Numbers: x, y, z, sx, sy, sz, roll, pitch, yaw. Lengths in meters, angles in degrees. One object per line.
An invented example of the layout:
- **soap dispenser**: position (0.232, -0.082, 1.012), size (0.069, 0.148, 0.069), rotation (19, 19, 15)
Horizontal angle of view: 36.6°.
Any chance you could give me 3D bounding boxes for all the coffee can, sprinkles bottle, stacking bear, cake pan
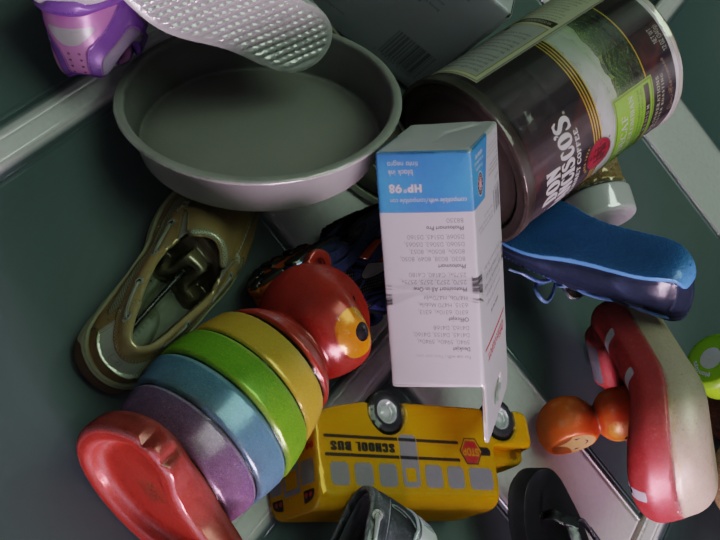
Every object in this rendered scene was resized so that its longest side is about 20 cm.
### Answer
- **coffee can**: position (0.150, -0.137, 0.910), size (0.199, 0.146, 0.147), rotation (-35, 92, -26)
- **sprinkles bottle**: position (0.203, -0.137, 1.046), size (0.068, 0.068, 0.202), rotation (0, 68, -39)
- **stacking bear**: position (-0.066, 0.072, 0.667), size (0.200, 0.113, 0.122), rotation (-46, 120, -33)
- **cake pan**: position (-0.071, -0.109, 0.758), size (0.198, 0.037, 0.201), rotation (2, 42, -2)

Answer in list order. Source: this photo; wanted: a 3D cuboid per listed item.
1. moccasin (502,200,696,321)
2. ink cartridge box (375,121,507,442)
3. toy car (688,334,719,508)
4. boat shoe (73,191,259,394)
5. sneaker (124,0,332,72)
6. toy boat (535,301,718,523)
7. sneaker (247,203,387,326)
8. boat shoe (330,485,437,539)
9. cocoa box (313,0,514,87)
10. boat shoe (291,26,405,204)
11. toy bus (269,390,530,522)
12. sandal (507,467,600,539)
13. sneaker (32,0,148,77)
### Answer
- **moccasin**: position (0.180, -0.002, 0.903), size (0.080, 0.199, 0.069), rotation (-41, 134, -23)
- **ink cartridge box**: position (0.060, 0.006, 0.758), size (0.116, 0.066, 0.202), rotation (-47, 135, -68)
- **toy car**: position (0.378, 0.180, 0.975), size (0.164, 0.157, 0.202), rotation (35, 61, -33)
- **boat shoe**: position (-0.108, -0.006, 0.716), size (0.071, 0.076, 0.201), rotation (38, 49, -17)
- **sneaker**: position (-0.114, -0.206, 0.723), size (0.200, 0.073, 0.115), rotation (25, 25, -53)
- **toy boat**: position (0.208, 0.119, 0.890), size (0.201, 0.129, 0.132), rotation (-102, 174, -60)
- **sneaker**: position (0.000, 0.000, 0.818), size (0.199, 0.075, 0.079), rotation (-32, 103, -38)
- **boat shoe**: position (-0.022, 0.226, 0.651), size (0.068, 0.071, 0.201), rotation (40, 66, -25)
- **cocoa box**: position (0.027, -0.283, 0.929), size (0.199, 0.133, 0.132), rotation (34, 50, -21)
- **boat shoe**: position (-0.009, -0.131, 0.872), size (0.202, 0.060, 0.072), rotation (47, 47, -11)
- **toy bus**: position (0.033, 0.134, 0.769), size (0.198, 0.065, 0.079), rotation (9, 63, -36)
- **sandal**: position (0.170, 0.231, 0.821), size (0.076, 0.043, 0.202), rotation (-43, 110, -49)
- **sneaker**: position (-0.172, -0.196, 0.767), size (0.201, 0.079, 0.089), rotation (-71, 159, -56)
